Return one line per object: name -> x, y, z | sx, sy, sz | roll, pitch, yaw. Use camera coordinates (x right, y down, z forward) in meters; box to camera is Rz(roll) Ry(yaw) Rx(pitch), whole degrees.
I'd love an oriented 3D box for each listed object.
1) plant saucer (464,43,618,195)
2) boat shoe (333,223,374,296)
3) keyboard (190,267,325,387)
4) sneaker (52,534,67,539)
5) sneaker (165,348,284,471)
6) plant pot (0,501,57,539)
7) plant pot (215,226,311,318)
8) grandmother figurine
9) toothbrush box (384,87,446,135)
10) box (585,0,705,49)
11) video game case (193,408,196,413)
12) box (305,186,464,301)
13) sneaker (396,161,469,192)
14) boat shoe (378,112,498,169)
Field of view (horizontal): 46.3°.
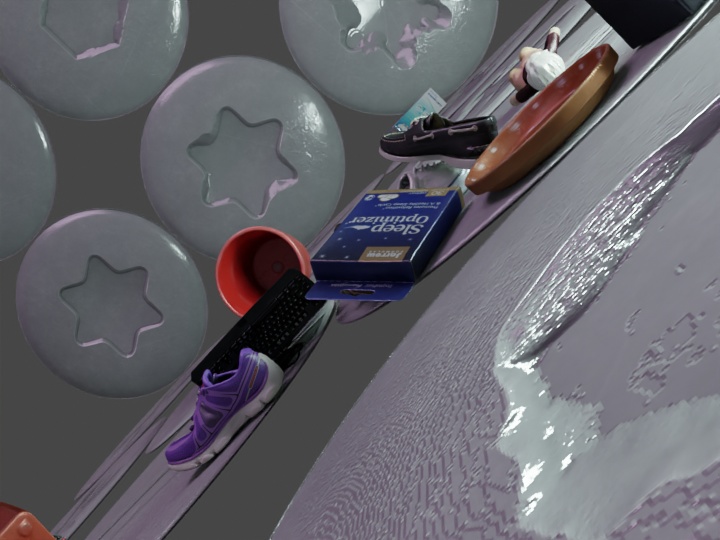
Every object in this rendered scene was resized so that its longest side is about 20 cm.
plant saucer -> 0.189, -0.151, 0.872 | 0.200, 0.032, 0.200 | -47, 7, 7
boat shoe -> 0.000, 0.000, 1.057 | 0.200, 0.075, 0.074 | -100, 21, -72
keyboard -> -0.119, 0.098, 1.095 | 0.200, 0.104, 0.040 | -47, 34, 3
sneaker -> -0.595, 0.560, 1.495 | 0.200, 0.079, 0.096 | -40, -6, -22
sneaker -> -0.184, 0.173, 1.074 | 0.200, 0.083, 0.081 | -46, 6, 13
plant pot -> -0.364, 0.340, 0.806 | 0.176, 0.200, 0.200 | -27, 17, 36
plant pot -> -0.194, 0.000, 1.818 | 0.200, 0.200, 0.177 | -45, -2, 11
grandmother figurine -> 0.255, -0.289, 1.204 | 0.200, 0.060, 0.122 | -78, 4, -73
toothbrush box -> 0.189, -0.525, 2.941 | 0.200, 0.085, 0.146 | -49, 6, -15
box -> 0.285, -0.366, 0.819 | 0.200, 0.197, 0.117 | -48, 6, -8
video game case -> -0.181, 0.144, 1.402 | 0.182, 0.023, 0.200 | -47, 1, 43
box -> 0.027, -0.034, 0.929 | 0.121, 0.032, 0.200 | 0, 34, 27
sneaker -> 0.089, -0.108, 1.075 | 0.200, 0.071, 0.073 | -50, 8, -31
boat shoe -> 0.095, -0.168, 1.054 | 0.074, 0.060, 0.200 | -26, 25, -31
